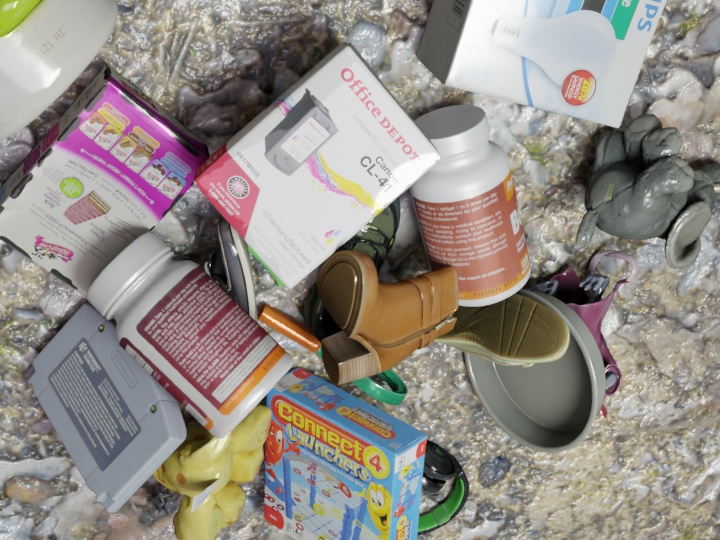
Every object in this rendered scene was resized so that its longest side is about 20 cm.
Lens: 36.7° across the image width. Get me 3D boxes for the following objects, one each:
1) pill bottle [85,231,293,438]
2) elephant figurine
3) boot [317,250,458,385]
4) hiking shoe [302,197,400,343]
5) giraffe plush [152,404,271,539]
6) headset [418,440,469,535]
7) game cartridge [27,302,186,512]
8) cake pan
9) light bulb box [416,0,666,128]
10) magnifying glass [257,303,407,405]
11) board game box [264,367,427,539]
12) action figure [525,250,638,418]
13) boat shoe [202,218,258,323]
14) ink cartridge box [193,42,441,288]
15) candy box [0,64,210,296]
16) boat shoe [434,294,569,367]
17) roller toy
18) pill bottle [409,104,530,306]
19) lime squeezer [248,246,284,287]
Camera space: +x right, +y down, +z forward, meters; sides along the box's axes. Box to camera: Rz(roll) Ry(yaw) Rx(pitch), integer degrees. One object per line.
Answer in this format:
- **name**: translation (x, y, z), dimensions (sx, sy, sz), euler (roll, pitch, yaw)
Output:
- **pill bottle**: translation (-0.175, 0.063, 1.106), dimensions (0.200, 0.114, 0.114), euler (45, 101, -1)
- **elephant figurine**: translation (0.350, -0.073, 1.233), dimensions (0.155, 0.142, 0.200), euler (-23, 140, 32)
- **boot**: translation (0.036, 0.027, 1.121), dimensions (0.154, 0.074, 0.201), euler (-22, 149, -21)
- **hiking shoe**: translation (0.000, 0.000, 1.193), dimensions (0.075, 0.101, 0.201), euler (13, 112, -19)
- **giraffe plush**: translation (-0.215, 0.207, 1.221), dimensions (0.161, 0.200, 0.173), euler (21, 90, 15)
- **headset**: translation (0.062, 0.269, 1.345), dimensions (0.123, 0.094, 0.200), euler (-37, 127, 6)
- **game cartridge**: translation (-0.270, 0.138, 1.159), dimensions (0.133, 0.200, 0.042), euler (-43, 152, 8)
- **cake pan**: translation (0.203, 0.111, 1.257), dimensions (0.037, 0.200, 0.201), euler (-21, 124, -37)
- **light bulb box**: translation (0.187, -0.270, 1.090), dimensions (0.199, 0.125, 0.199), euler (10, 113, -16)
- **magnifying glass**: translation (-0.030, 0.096, 1.257), dimensions (0.199, 0.080, 0.022), euler (30, 105, -13)
- **board game box**: translation (-0.023, 0.241, 1.257), dimensions (0.056, 0.199, 0.197), euler (-24, 127, -44)
- **action figure**: translation (0.269, 0.089, 1.317), dimensions (0.149, 0.134, 0.201), euler (-40, 121, -24)
- **boat shoe**: translation (-0.145, 0.020, 1.162), dimensions (0.062, 0.073, 0.201), euler (-7, 142, -6)
- **ink cartridge box**: translation (-0.042, -0.104, 1.063), dimensions (0.200, 0.086, 0.148), euler (-40, 102, 9)
- **candy box**: translation (-0.268, -0.088, 1.110), dimensions (0.200, 0.061, 0.136), euler (-46, 119, 10)
- **boat shoe**: translation (0.154, 0.070, 1.221), dimensions (0.063, 0.200, 0.074), euler (32, 68, -44)
- **roller toy**: translation (-0.314, -0.214, 0.971), dimensions (0.182, 0.200, 0.140), euler (-33, 120, 20)
- **pill bottle**: translation (0.115, -0.071, 1.178), dimensions (0.112, 0.112, 0.201), euler (-18, 119, -4)
- **lime squeezer**: translation (-0.113, -0.066, 1.171), dimensions (0.070, 0.038, 0.201), euler (-4, 116, -11)
